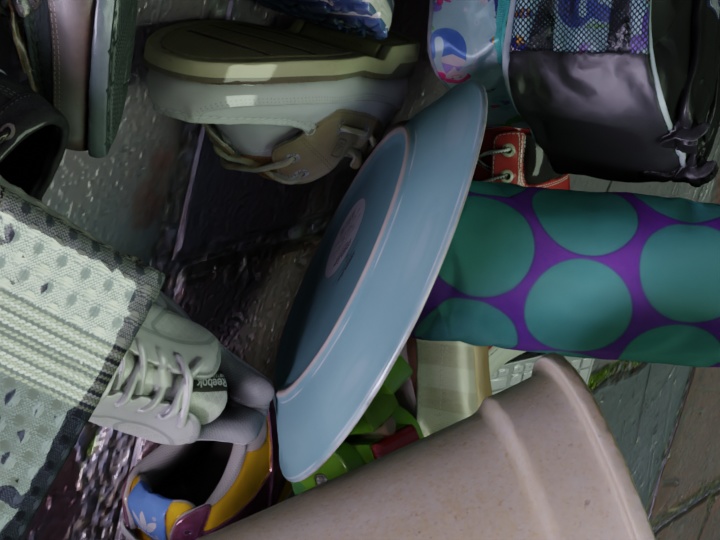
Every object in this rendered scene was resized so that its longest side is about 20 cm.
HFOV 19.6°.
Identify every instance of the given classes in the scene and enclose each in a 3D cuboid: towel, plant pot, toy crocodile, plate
[{"bbox_3d":[-0.187,0.038,0.704,0.200,0.035,0.193,32,84,-36],"label":"towel"},{"bbox_3d":[0.028,0.158,0.912,0.183,0.201,0.201,-16,139,-6],"label":"plant pot"},{"bbox_3d":[0.015,0.132,1.023,0.067,0.062,0.200,-24,107,-51],"label":"toy crocodile"},{"bbox_3d":[0.000,0.000,0.944,0.200,0.026,0.200,-61,-168,22],"label":"plate"}]

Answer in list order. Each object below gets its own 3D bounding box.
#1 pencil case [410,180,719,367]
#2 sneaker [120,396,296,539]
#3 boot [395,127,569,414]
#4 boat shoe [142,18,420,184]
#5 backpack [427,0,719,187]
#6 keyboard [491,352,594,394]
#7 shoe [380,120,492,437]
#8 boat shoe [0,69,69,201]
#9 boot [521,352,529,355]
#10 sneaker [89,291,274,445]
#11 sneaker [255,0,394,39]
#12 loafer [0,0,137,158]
[{"bbox_3d":[0.114,-0.003,1.014,0.093,0.200,0.085,-91,-172,-49],"label":"pencil case"},{"bbox_3d":[-0.092,0.142,1.011,0.090,0.075,0.200,34,75,-55],"label":"sneaker"},{"bbox_3d":[0.052,-0.011,1.159,0.200,0.072,0.145,-29,123,-42],"label":"boot"},{"bbox_3d":[-0.032,-0.072,0.925,0.200,0.075,0.069,-12,119,-61],"label":"boat shoe"},{"bbox_3d":[0.116,-0.155,1.023,0.178,0.150,0.200,35,65,-72],"label":"backpack"},{"bbox_3d":[0.054,0.082,1.207,0.200,0.011,0.056,-11,122,-32],"label":"keyboard"},{"bbox_3d":[0.030,0.021,1.075,0.053,0.070,0.200,-8,87,-30],"label":"shoe"},{"bbox_3d":[-0.164,0.020,0.766,0.200,0.066,0.070,-64,154,-4],"label":"boat shoe"},{"bbox_3d":[0.087,0.119,1.314,0.182,0.073,0.200,-17,121,-40],"label":"boot"},{"bbox_3d":[-0.104,0.035,0.879,0.200,0.081,0.075,20,96,-62],"label":"sneaker"},{"bbox_3d":[-0.020,-0.167,0.872,0.085,0.077,0.200,-63,155,-14],"label":"sneaker"},{"bbox_3d":[-0.113,-0.133,0.761,0.072,0.063,0.200,-84,-179,-53],"label":"loafer"}]
